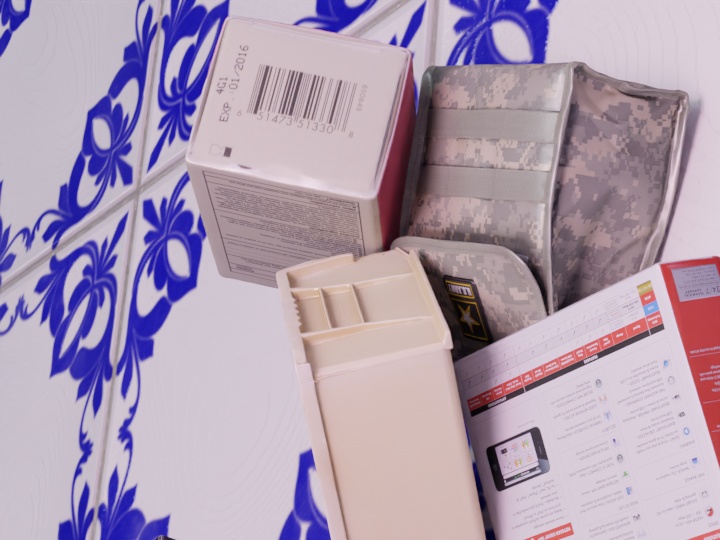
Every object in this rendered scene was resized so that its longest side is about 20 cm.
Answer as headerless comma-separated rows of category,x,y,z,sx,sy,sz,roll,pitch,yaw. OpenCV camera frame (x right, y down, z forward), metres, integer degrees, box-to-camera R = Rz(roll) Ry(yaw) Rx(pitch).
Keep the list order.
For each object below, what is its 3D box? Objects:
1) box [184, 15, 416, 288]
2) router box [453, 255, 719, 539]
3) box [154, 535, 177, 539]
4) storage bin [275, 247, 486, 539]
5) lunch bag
box,-0.033,-0.068,1.490,0.200,0.127,0.110,83,-160,-69
router box,0.146,0.108,1.272,0.200,0.049,0.181,-29,72,51
box,-0.082,0.303,1.487,0.104,0.181,0.201,-40,40,44
storage bin,0.016,0.108,1.383,0.199,0.093,0.201,-109,7,-72
lunch bag,0.105,-0.026,1.427,0.164,0.117,0.202,8,88,58
